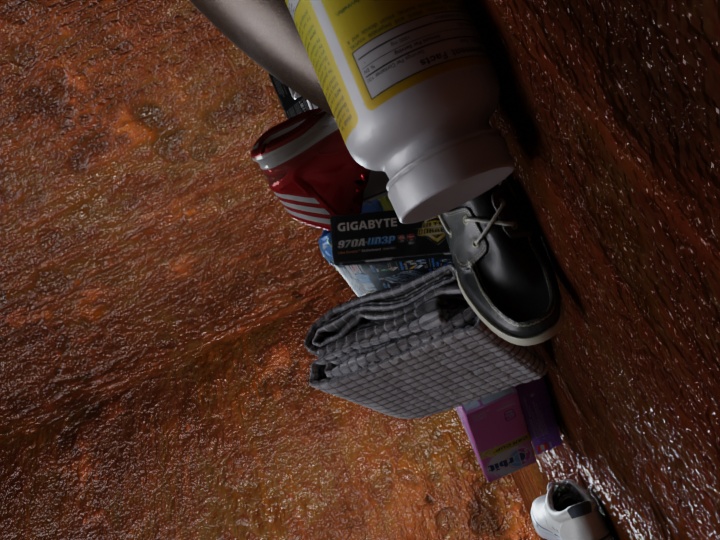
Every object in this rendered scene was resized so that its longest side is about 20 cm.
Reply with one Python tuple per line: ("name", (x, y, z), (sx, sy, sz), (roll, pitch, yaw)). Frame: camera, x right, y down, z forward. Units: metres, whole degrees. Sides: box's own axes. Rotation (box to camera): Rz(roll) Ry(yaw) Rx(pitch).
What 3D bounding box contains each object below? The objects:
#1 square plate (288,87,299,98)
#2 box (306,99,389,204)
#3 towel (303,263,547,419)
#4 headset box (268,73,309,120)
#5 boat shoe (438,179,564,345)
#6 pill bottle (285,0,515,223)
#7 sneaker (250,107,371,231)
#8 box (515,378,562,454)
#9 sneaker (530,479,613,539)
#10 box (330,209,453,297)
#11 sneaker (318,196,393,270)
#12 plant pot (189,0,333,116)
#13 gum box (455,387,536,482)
("square plate", (-0.042, -0.312, 0.975), (0.201, 0.028, 0.201), (-111, 41, -65))
("box", (0.009, -0.178, 0.841), (0.204, 0.115, 0.060), (70, -158, -8))
("towel", (0.066, 0.072, 0.832), (0.165, 0.197, 0.087), (31, -137, -47))
("headset box", (-0.018, -0.238, 1.261), (0.198, 0.092, 0.177), (-8, -108, -56))
("boat shoe", (0.096, -0.030, 0.648), (0.068, 0.071, 0.203), (57, -169, -51))
("pill bottle", (0.025, -0.141, 0.556), (0.112, 0.110, 0.204), (52, -165, -82))
("sneaker", (0.004, -0.112, 0.804), (0.079, 0.196, 0.117), (-84, -30, -56))
("box", (0.186, 0.110, 1.046), (0.201, 0.038, 0.138), (-110, -3, -53))
("sneaker", (0.248, 0.283, 0.990), (0.200, 0.071, 0.072), (144, 111, -83))
("box", (0.061, -0.015, 0.821), (0.200, 0.155, 0.047), (55, -150, -77))
("sneaker", (0.000, 0.000, 0.967), (0.076, 0.103, 0.205), (-31, 65, 60))
("plant pot", (-0.023, -0.220, 0.699), (0.201, 0.186, 0.187), (53, 178, 15))
("gum box", (0.139, 0.137, 1.014), (0.201, 0.065, 0.115), (-110, -1, -56))
